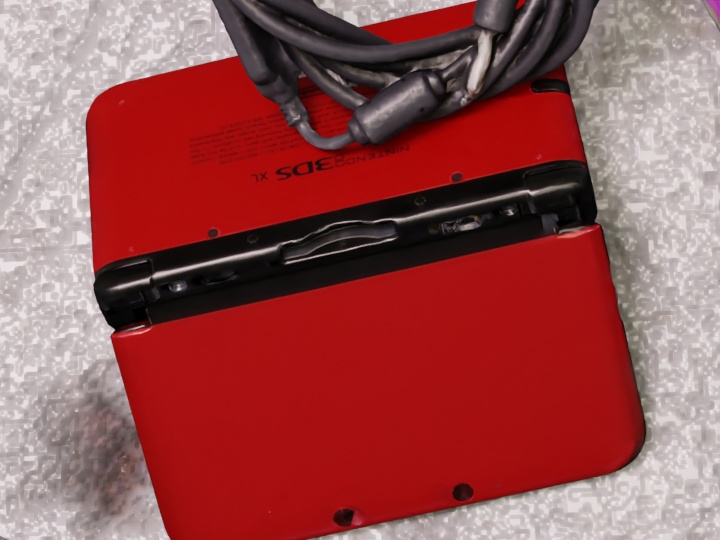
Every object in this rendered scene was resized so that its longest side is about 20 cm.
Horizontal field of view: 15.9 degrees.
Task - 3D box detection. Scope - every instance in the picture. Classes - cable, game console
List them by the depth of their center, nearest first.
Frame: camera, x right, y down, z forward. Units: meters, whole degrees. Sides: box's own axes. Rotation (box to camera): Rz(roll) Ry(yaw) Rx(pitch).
[{"bbox_3d":[0.007,-0.152,0.978,0.163,0.051,0.200,-20,104,13],"label":"cable"},{"bbox_3d":[0.000,0.000,1.051,0.200,0.119,0.173,-12,48,4],"label":"game console"}]

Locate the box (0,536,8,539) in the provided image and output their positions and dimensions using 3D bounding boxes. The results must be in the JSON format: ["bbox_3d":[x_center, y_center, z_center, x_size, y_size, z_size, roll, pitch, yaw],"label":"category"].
[{"bbox_3d":[-0.204,0.189,1.024,0.116,0.060,0.200,27,85,11],"label":"box"}]

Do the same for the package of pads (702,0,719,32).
[{"bbox_3d":[0.223,-0.158,1.023,0.200,0.068,0.155,-28,78,2],"label":"package of pads"}]
